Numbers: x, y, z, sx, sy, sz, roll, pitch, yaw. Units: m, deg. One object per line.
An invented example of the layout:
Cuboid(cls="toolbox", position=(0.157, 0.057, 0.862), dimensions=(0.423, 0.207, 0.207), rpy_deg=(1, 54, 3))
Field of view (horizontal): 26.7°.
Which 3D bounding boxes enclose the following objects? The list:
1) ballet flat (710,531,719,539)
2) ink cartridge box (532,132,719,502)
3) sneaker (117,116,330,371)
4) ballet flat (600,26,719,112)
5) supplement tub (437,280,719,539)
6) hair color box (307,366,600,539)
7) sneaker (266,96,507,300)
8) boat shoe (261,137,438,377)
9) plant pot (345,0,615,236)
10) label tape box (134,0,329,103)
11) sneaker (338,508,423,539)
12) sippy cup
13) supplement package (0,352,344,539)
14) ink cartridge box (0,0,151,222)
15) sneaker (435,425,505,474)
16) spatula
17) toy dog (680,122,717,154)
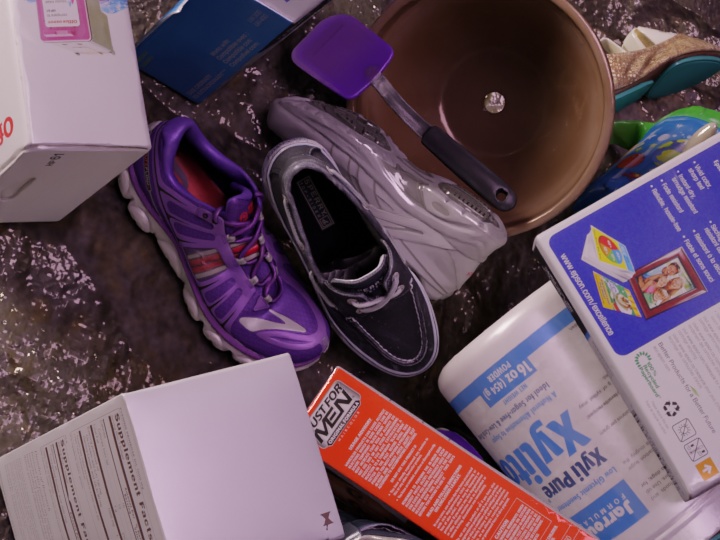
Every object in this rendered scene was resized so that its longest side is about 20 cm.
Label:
Cuboid(cls="ballet flat", position=(0.220, 0.216, 1.178), dimensions=(0.200, 0.069, 0.070), rpy_deg=(-24, 88, -41))
Cuboid(cls="ink cartridge box", position=(0.248, 0.017, 0.998), dimensions=(0.200, 0.047, 0.198), rpy_deg=(-28, 76, -5))
Cuboid(cls="sneaker", position=(-0.088, -0.016, 1.033), dimensions=(0.200, 0.083, 0.081), rpy_deg=(52, 54, -9))
Cuboid(cls="ballet flat", position=(0.241, -0.181, 1.323), dimensions=(0.200, 0.071, 0.065), rpy_deg=(-20, 71, -40))
Cuboid(cls="supplement tub", position=(0.161, 0.114, 1.063), dimensions=(0.132, 0.132, 0.200), rpy_deg=(-32, 79, -37))
Cuboid(cls="hair color box", position=(0.050, 0.151, 0.994), dimensions=(0.200, 0.102, 0.061), rpy_deg=(33, 74, 9))
Cuboid(cls="sneaker", position=(0.003, -0.048, 1.110), dimensions=(0.200, 0.099, 0.078), rpy_deg=(37, 17, 8))
Cuboid(cls="boat shoe", position=(0.000, 0.000, 1.046), dimensions=(0.072, 0.068, 0.200), rpy_deg=(-30, 114, -3))
Cuboid(cls="plant pot", position=(0.097, -0.126, 1.160), dimensions=(0.201, 0.201, 0.093), rpy_deg=(63, 16, 0))
Cuboid(cls="label tape box", position=(-0.079, -0.181, 1.058), dimensions=(0.066, 0.143, 0.200), rpy_deg=(49, 54, -9))
Cuboid(cls="sneaker", position=(0.041, 0.242, 0.985), dimensions=(0.077, 0.146, 0.202), rpy_deg=(-43, 98, -18))
Cuboid(cls="sippy cup", position=(0.248, -0.048, 1.236), dimensions=(0.130, 0.178, 0.140), rpy_deg=(-29, 113, -34))
Cuboid(cls="supplement package", position=(-0.117, 0.132, 0.889), dimensions=(0.114, 0.200, 0.110), rpy_deg=(-12, 81, -36))
Cuboid(cls="ink cartridge box", position=(-0.212, -0.143, 0.956), dimensions=(0.085, 0.144, 0.200), rpy_deg=(0, 74, -35))
Cuboid(cls="sneaker", position=(0.101, 0.201, 1.092), dimensions=(0.099, 0.070, 0.200), rpy_deg=(-20, 86, -39))
Cuboid(cls="spatula", position=(0.039, -0.113, 1.117), dimensions=(0.200, 0.021, 0.057), rpy_deg=(42, 80, 1))
Cuboid(cls="toy dog", position=(0.324, -0.047, 1.081), dimensions=(0.139, 0.200, 0.194), rpy_deg=(18, 49, -31))
